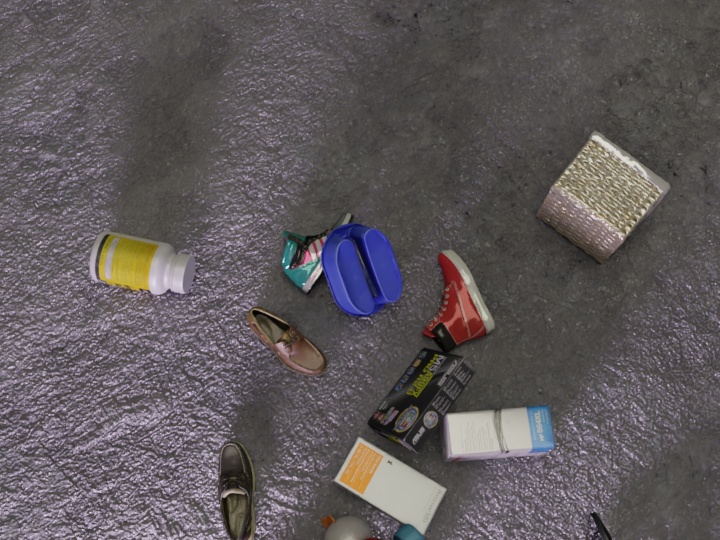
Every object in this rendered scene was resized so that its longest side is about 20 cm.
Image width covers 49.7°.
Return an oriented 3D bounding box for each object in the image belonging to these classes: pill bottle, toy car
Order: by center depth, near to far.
[{"bbox_3d":[-0.002,0.535,1.452,0.184,0.178,0.200,-34,44,-25],"label":"toy car"},{"bbox_3d":[-0.456,-0.012,1.640,0.198,0.111,0.112,11,71,5],"label":"pill bottle"}]

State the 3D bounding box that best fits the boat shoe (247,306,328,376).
[{"bbox_3d":[-0.155,0.149,1.608,0.199,0.068,0.072,33,72,10],"label":"boat shoe"}]

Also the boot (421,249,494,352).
[{"bbox_3d":[0.176,0.065,1.640,0.143,0.072,0.201,-23,76,-7],"label":"boot"}]

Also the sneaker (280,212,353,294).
[{"bbox_3d":[-0.108,-0.063,1.679,0.120,0.084,0.201,32,75,1],"label":"sneaker"}]

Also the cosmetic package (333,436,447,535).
[{"bbox_3d":[0.056,0.420,1.512,0.199,0.071,0.102,28,73,9],"label":"cosmetic package"}]

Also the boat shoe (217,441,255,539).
[{"bbox_3d":[-0.240,0.429,1.511,0.073,0.065,0.201,-12,70,-3],"label":"boat shoe"}]

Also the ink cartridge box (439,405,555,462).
[{"bbox_3d":[0.259,0.319,1.509,0.198,0.146,0.085,-3,72,-2],"label":"ink cartridge box"}]

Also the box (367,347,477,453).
[{"bbox_3d":[0.118,0.249,1.527,0.044,0.160,0.200,44,75,-19],"label":"box"}]

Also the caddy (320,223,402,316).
[{"bbox_3d":[0.000,0.000,1.625,0.141,0.105,0.201,-22,100,-19],"label":"caddy"}]

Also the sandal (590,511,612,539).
[{"bbox_3d":[0.473,0.560,1.467,0.048,0.075,0.202,-25,71,10],"label":"sandal"}]

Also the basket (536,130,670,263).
[{"bbox_3d":[0.508,-0.146,1.650,0.200,0.198,0.161,38,79,12],"label":"basket"}]
